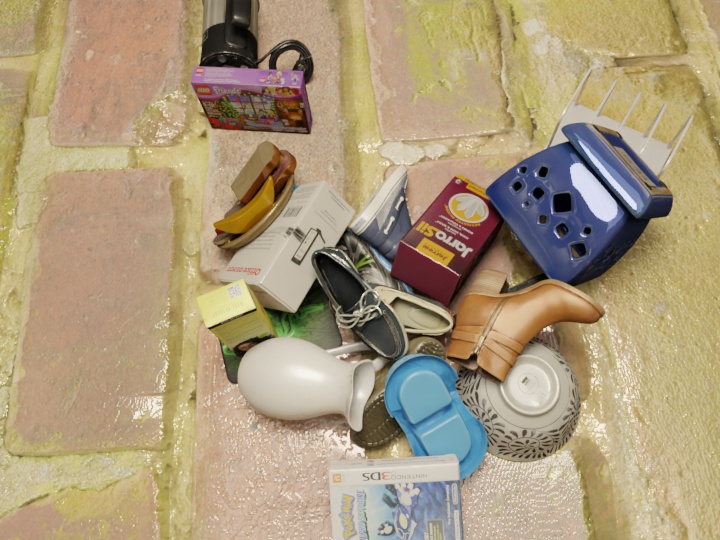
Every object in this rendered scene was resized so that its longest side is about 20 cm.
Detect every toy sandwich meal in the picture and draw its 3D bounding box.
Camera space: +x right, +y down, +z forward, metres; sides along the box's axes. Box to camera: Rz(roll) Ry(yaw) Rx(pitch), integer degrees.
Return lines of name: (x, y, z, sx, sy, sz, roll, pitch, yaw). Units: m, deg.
toy sandwich meal: (-0.188, -0.127, 0.970, 0.205, 0.070, 0.206, -32, 32, 23)

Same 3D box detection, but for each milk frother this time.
milk frother: (-0.206, -0.461, 1.140, 0.199, 0.180, 0.189, 15, 62, -38)

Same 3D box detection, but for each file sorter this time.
file sorter: (0.449, -0.237, 1.008, 0.199, 0.125, 0.139, 31, 73, 13)

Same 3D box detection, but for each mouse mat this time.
mouse mat: (-0.143, 0.087, 0.969, 0.199, 0.008, 0.162, -18, 68, -3)

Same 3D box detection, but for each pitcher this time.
pitcher: (-0.069, 0.155, 0.876, 0.199, 0.122, 0.172, 4, 27, 24)

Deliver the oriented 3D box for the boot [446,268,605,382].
boot: (0.230, 0.086, 0.822, 0.199, 0.077, 0.156, 17, 66, 25)

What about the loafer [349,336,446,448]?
loafer: (0.056, 0.186, 0.888, 0.076, 0.067, 0.200, 41, 89, -11)

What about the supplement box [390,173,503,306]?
supplement box: (0.150, -0.053, 0.938, 0.110, 0.086, 0.200, 31, 54, 14)

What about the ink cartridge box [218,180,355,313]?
ink cartridge box: (-0.120, -0.039, 0.936, 0.146, 0.084, 0.201, 4, 58, 52)

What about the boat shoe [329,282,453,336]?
boat shoe: (0.047, 0.063, 0.894, 0.199, 0.063, 0.072, 13, 93, 3)

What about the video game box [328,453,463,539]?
video game box: (0.051, 0.363, 0.793, 0.181, 0.047, 0.201, -4, 88, 3)

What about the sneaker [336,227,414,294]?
sneaker: (0.000, 0.000, 0.961, 0.083, 0.071, 0.200, -41, 75, -19)

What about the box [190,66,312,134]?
box: (-0.196, -0.312, 1.062, 0.199, 0.137, 0.039, 4, 68, 5)

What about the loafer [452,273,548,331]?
loafer: (0.236, 0.055, 0.934, 0.199, 0.068, 0.071, -17, 57, -7)

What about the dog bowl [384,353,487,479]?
dog bowl: (0.105, 0.209, 0.839, 0.111, 0.050, 0.201, -29, 101, -4)

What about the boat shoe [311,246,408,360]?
boat shoe: (-0.003, 0.049, 0.843, 0.075, 0.062, 0.201, -34, 82, 14)

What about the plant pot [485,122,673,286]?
plant pot: (0.348, -0.109, 0.888, 0.180, 0.199, 0.201, -45, 67, 33)

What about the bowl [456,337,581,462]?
bowl: (0.244, 0.180, 0.866, 0.199, 0.094, 0.202, -1, 68, 3)

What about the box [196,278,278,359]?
box: (-0.177, 0.079, 0.862, 0.075, 0.200, 0.050, -23, 69, -5)

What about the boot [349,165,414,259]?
boot: (0.057, -0.100, 0.989, 0.090, 0.073, 0.200, 42, 45, -8)
